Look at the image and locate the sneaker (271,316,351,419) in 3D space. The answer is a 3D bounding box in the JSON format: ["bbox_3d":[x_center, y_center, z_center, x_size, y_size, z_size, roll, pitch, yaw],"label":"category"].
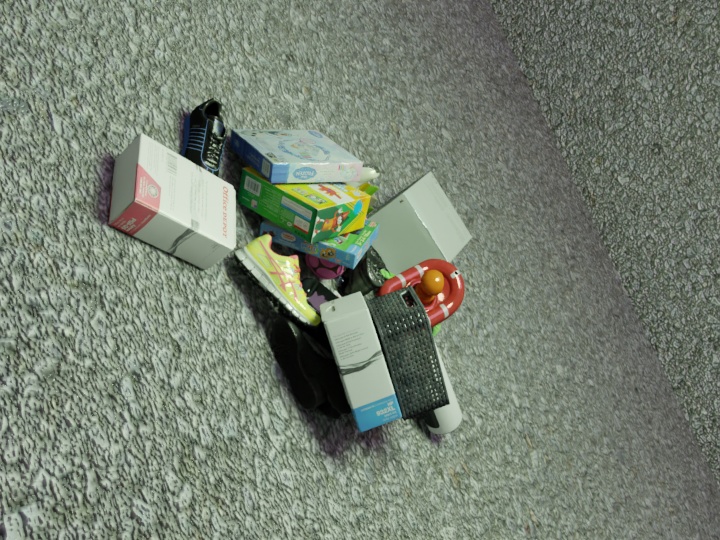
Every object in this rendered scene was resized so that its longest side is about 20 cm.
[{"bbox_3d":[-0.086,0.175,1.485,0.104,0.059,0.203,-10,75,-59],"label":"sneaker"}]

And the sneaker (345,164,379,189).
[{"bbox_3d":[-0.042,-0.156,1.707,0.070,0.196,0.095,-25,101,-67],"label":"sneaker"}]

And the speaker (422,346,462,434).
[{"bbox_3d":[0.143,0.231,1.674,0.082,0.080,0.203,-73,148,-52],"label":"speaker"}]

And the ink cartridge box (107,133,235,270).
[{"bbox_3d":[-0.309,-0.110,1.381,0.198,0.082,0.149,29,41,-39],"label":"ink cartridge box"}]

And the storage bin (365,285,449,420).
[{"bbox_3d":[0.084,0.148,1.498,0.136,0.092,0.204,-117,-170,-66],"label":"storage bin"}]

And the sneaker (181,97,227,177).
[{"bbox_3d":[-0.283,-0.231,1.530,0.070,0.077,0.203,23,45,-44],"label":"sneaker"}]

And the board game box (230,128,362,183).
[{"bbox_3d":[-0.128,-0.226,1.623,0.195,0.044,0.200,-6,29,-31],"label":"board game box"}]

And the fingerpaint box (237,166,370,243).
[{"bbox_3d":[-0.108,-0.136,1.591,0.198,0.075,0.166,29,29,28],"label":"fingerpaint box"}]

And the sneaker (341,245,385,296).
[{"bbox_3d":[0.000,0.000,1.741,0.076,0.090,0.200,51,15,-11],"label":"sneaker"}]

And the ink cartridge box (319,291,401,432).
[{"bbox_3d":[-0.002,0.156,1.453,0.145,0.082,0.204,-118,-170,-79],"label":"ink cartridge box"}]

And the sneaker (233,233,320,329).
[{"bbox_3d":[-0.132,0.017,1.478,0.090,0.078,0.200,-42,90,-16],"label":"sneaker"}]

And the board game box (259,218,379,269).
[{"bbox_3d":[-0.078,-0.079,1.624,0.196,0.037,0.152,18,31,12],"label":"board game box"}]

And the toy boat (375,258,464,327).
[{"bbox_3d":[0.134,0.043,1.695,0.198,0.131,0.132,-26,76,-32],"label":"toy boat"}]

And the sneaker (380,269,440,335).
[{"bbox_3d":[0.085,0.075,1.796,0.200,0.084,0.077,47,5,16],"label":"sneaker"}]

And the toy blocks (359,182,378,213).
[{"bbox_3d":[-0.042,-0.204,1.848,0.138,0.100,0.199,54,14,17],"label":"toy blocks"}]

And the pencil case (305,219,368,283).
[{"bbox_3d":[-0.040,-0.059,1.717,0.092,0.092,0.201,58,29,-20],"label":"pencil case"}]

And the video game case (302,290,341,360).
[{"bbox_3d":[-0.023,0.162,1.618,0.201,0.024,0.183,52,31,-11],"label":"video game case"}]

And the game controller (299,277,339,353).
[{"bbox_3d":[-0.047,0.101,1.558,0.199,0.042,0.105,40,41,-10],"label":"game controller"}]

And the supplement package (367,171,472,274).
[{"bbox_3d":[0.132,-0.092,1.942,0.193,0.146,0.200,56,31,-4],"label":"supplement package"}]
